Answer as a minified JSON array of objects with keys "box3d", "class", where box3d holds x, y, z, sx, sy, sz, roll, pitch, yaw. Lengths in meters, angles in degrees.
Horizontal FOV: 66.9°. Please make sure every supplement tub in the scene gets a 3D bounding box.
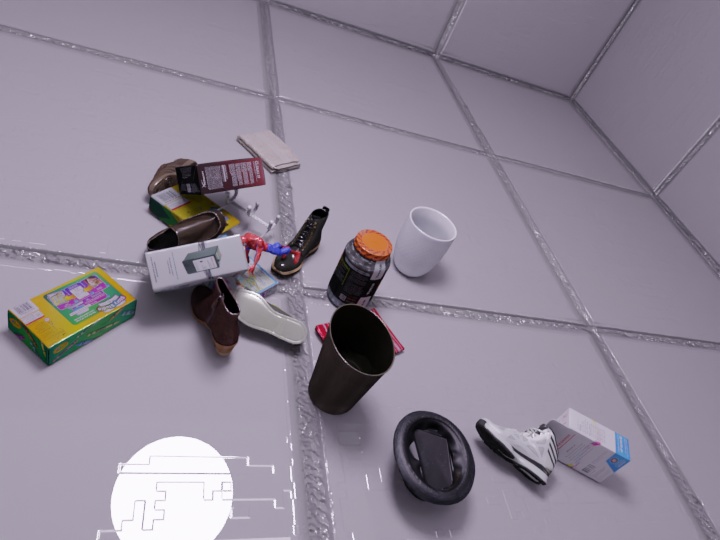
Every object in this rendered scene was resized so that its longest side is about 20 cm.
[{"box3d":[0.000,0.000,1.389,0.122,0.200,0.123,15,41,-14],"class":"supplement tub"}]

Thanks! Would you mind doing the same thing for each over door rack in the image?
[{"box3d":[-0.305,-0.129,1.392,0.148,0.067,0.200,33,37,-2],"class":"over door rack"}]

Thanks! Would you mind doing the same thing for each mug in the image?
[{"box3d":[0.180,-0.087,1.605,0.147,0.176,0.200,25,39,-3],"class":"mug"}]

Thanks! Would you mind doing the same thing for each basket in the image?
[{"box3d":[-0.029,0.204,1.149,0.136,0.200,0.181,4,43,-25],"class":"basket"}]

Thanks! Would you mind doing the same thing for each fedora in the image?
[{"box3d":[0.137,0.394,1.119,0.200,0.092,0.201,16,40,-14],"class":"fedora"}]

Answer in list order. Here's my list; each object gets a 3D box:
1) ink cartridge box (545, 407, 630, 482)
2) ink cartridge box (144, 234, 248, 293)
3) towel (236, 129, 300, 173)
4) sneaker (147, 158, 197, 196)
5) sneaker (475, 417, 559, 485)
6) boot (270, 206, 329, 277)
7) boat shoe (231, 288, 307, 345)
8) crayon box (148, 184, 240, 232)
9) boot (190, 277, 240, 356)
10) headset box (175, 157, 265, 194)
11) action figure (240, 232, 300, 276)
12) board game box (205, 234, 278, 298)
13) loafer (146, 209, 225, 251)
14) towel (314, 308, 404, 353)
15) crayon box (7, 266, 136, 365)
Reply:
[{"box3d":[0.516,0.406,1.299,0.200,0.115,0.068,29,39,2],"class":"ink cartridge box"},{"box3d":[-0.360,-0.012,1.199,0.200,0.146,0.084,-13,89,-20],"class":"ink cartridge box"},{"box3d":[-0.297,-0.394,1.787,0.200,0.035,0.132,44,41,20],"class":"towel"},{"box3d":[-0.528,-0.251,1.491,0.075,0.071,0.200,14,34,14],"class":"sneaker"},{"box3d":[0.364,0.380,1.245,0.200,0.076,0.115,40,68,3],"class":"sneaker"},{"box3d":[-0.158,-0.083,1.440,0.077,0.138,0.200,30,40,4],"class":"boot"},{"box3d":[-0.216,0.108,1.248,0.201,0.060,0.072,30,79,-6],"class":"boat shoe"},{"box3d":[-0.431,-0.142,1.420,0.200,0.051,0.127,35,37,10],"class":"crayon box"},{"box3d":[-0.305,0.067,1.168,0.072,0.167,0.200,-12,53,-32],"class":"boot"},{"box3d":[-0.353,-0.246,1.412,0.200,0.075,0.148,-16,16,-35],"class":"headset box"},{"box3d":[-0.231,-0.030,1.299,0.065,0.099,0.200,23,-1,30],"class":"action figure"},{"box3d":[-0.319,0.004,1.338,0.200,0.034,0.134,41,41,17],"class":"board game box"},{"box3d":[-0.410,-0.081,1.280,0.073,0.200,0.071,63,0,-6],"class":"loafer"},{"box3d":[-0.001,0.167,1.347,0.200,0.023,0.145,-13,54,-39],"class":"towel"},{"box3d":[-0.569,0.085,1.090,0.119,0.058,0.200,37,40,12],"class":"crayon box"}]
